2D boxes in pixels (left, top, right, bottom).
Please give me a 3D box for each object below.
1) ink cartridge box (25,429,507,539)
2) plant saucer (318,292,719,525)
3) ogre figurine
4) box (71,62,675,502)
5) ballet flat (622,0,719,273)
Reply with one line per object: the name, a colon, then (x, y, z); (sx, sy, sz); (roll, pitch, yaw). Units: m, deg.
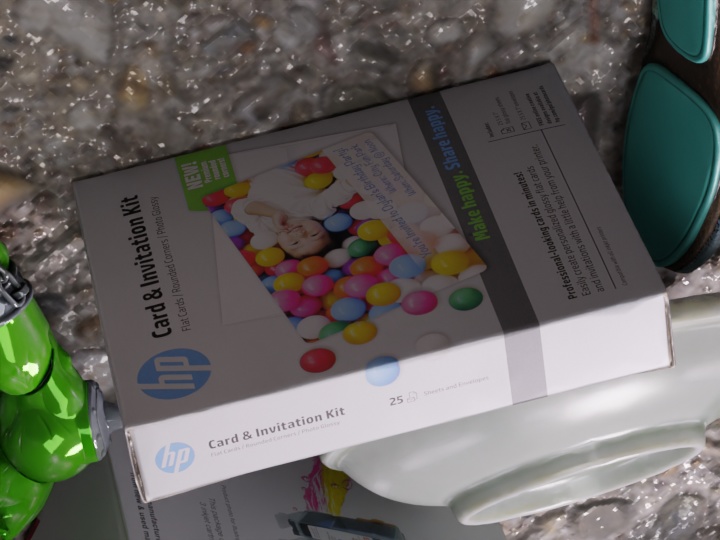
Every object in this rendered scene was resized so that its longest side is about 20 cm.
ink cartridge box: (-0.040, 0.172, 1.153); (0.199, 0.145, 0.146); (14, 123, -25)
plant saucer: (0.083, 0.064, 1.094); (0.199, 0.051, 0.200); (-16, 169, -3)
ogre figurine: (-0.176, 0.067, 1.064); (0.120, 0.098, 0.200); (37, 97, -18)
box: (0.000, 0.000, 1.013); (0.198, 0.156, 0.041); (-15, 128, -3)
ballet flat: (0.146, -0.084, 1.049); (0.074, 0.075, 0.201); (-8, 134, -10)
